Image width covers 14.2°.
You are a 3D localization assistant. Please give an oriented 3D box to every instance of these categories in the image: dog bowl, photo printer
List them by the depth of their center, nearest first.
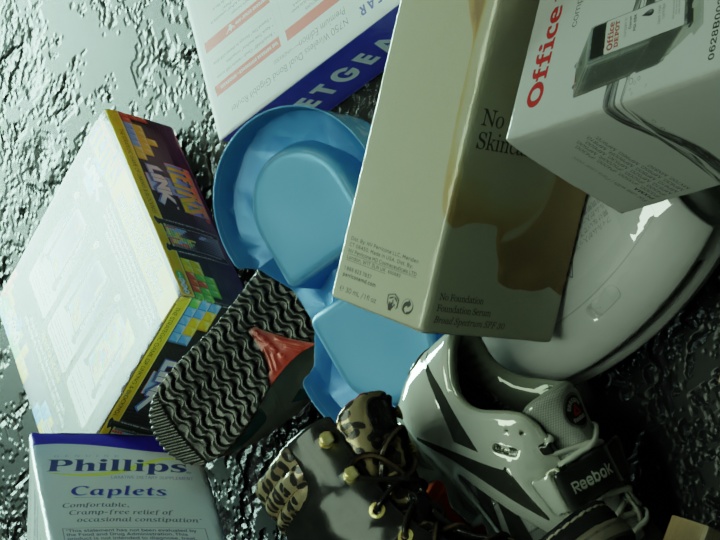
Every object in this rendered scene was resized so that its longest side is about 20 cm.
[{"bbox_3d":[0.111,-0.048,1.544,0.166,0.069,0.200,-45,55,34],"label":"photo printer"},{"bbox_3d":[0.000,0.000,1.601,0.111,0.050,0.200,-35,81,31],"label":"dog bowl"}]

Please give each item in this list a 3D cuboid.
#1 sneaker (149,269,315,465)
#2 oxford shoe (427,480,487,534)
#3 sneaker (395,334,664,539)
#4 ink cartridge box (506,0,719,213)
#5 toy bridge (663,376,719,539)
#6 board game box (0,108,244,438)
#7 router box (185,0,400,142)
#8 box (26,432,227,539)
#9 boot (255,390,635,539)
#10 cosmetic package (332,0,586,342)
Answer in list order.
[{"bbox_3d":[-0.037,0.034,1.694,0.200,0.093,0.070,-45,82,5],"label":"sneaker"},{"bbox_3d":[0.034,0.155,1.553,0.071,0.200,0.073,42,147,-7],"label":"oxford shoe"},{"bbox_3d":[0.101,0.106,1.480,0.200,0.074,0.089,38,129,16],"label":"sneaker"},{"bbox_3d":[0.170,-0.124,1.345,0.200,0.083,0.147,-18,52,52],"label":"ink cartridge box"},{"bbox_3d":[0.180,0.140,1.445,0.027,0.067,0.200,14,80,47],"label":"toy bridge"},{"bbox_3d":[-0.150,0.024,1.802,0.166,0.057,0.200,-57,35,25],"label":"board game box"},{"bbox_3d":[-0.027,-0.197,1.729,0.200,0.049,0.180,-33,62,40],"label":"router box"},{"bbox_3d":[-0.135,0.216,1.670,0.200,0.105,0.184,-117,29,-65],"label":"box"},{"bbox_3d":[0.035,0.127,1.421,0.200,0.073,0.151,-46,68,44],"label":"boot"},{"bbox_3d":[0.064,-0.070,1.471,0.071,0.105,0.201,20,102,44],"label":"cosmetic package"}]
